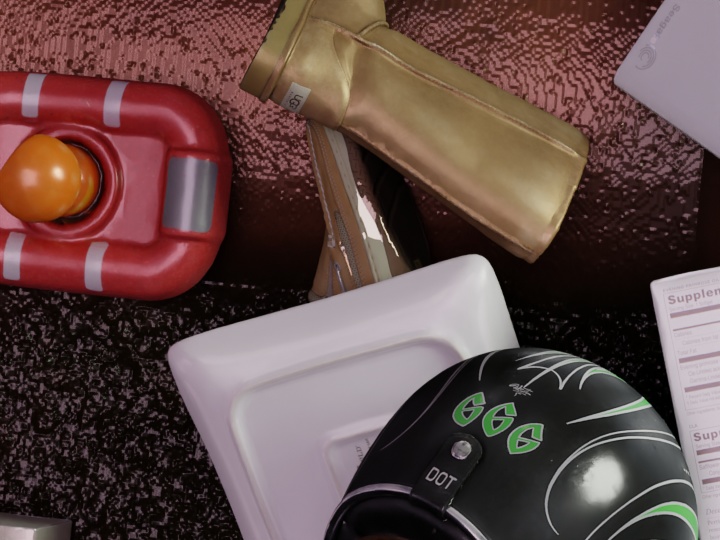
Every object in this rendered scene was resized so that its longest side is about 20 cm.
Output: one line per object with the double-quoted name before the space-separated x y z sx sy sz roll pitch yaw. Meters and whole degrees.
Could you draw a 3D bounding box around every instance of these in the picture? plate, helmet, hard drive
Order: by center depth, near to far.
"helmet" 0.090 0.139 1.515 0.199 0.190 0.201 24 130 32
"hard drive" 0.245 -0.113 1.572 0.200 0.026 0.132 40 99 42
"plate" 0.010 0.108 1.628 0.199 0.032 0.201 -16 110 11

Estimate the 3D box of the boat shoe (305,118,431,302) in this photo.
"boat shoe" 0.000 0.000 1.657 0.076 0.072 0.201 -23 84 22

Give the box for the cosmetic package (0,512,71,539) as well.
"cosmetic package" -0.240 0.247 1.700 0.103 0.073 0.202 4 91 12

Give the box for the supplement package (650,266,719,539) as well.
"supplement package" 0.238 0.094 1.578 0.109 0.114 0.201 -11 85 11

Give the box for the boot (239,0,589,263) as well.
"boot" 0.044 -0.116 1.644 0.199 0.066 0.176 28 57 -6

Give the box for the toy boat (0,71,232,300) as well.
"toy boat" -0.181 -0.053 1.662 0.199 0.131 0.131 6 90 12
